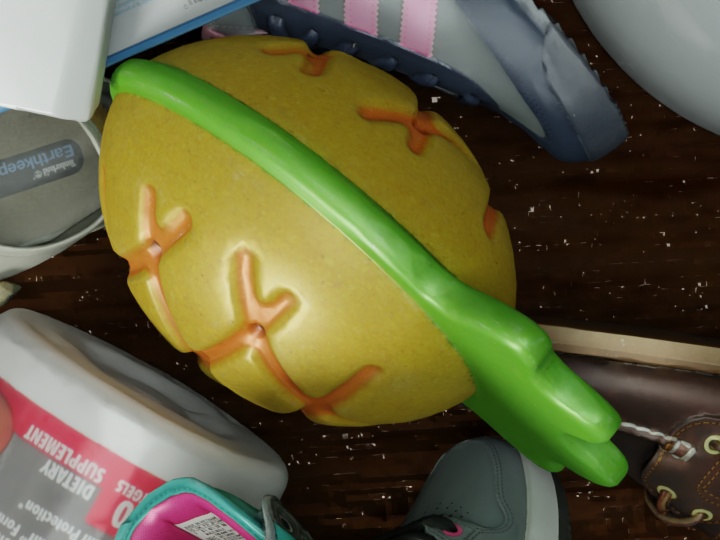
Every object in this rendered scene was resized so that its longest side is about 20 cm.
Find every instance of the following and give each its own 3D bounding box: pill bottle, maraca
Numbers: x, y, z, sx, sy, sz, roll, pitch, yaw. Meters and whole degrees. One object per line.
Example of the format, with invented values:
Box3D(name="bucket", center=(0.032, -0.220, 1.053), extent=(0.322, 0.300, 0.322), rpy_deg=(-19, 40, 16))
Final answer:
Box3D(name="pill bottle", center=(-0.117, 0.123, 0.874), extent=(0.110, 0.111, 0.200), rpy_deg=(29, 93, -4))
Box3D(name="maraca", center=(0.000, 0.000, 0.831), extent=(0.200, 0.137, 0.107), rpy_deg=(35, 81, 20))

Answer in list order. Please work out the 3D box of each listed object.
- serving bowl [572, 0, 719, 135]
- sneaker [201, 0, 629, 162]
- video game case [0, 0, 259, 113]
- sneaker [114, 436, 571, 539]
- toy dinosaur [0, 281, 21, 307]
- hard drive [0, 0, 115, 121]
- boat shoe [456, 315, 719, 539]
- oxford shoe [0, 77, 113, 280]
Box3D(name="serving bowl", center=(0.160, -0.136, 0.888), extent=(0.199, 0.066, 0.201), rpy_deg=(0, 96, -2))
Box3D(name="sneaker", center=(-0.005, -0.089, 0.883), extent=(0.200, 0.070, 0.082), rpy_deg=(41, 86, 3))
Box3D(name="video game case", center=(-0.111, -0.154, 0.810), extent=(0.143, 0.018, 0.200), rpy_deg=(-21, 110, 15))
Box3D(name="sneaker", center=(-0.013, 0.096, 0.818), extent=(0.121, 0.200, 0.084), rpy_deg=(43, 128, -15))
Box3D(name="toy dinosaur", center=(-0.189, 0.082, 0.874), extent=(0.047, 0.088, 0.200), rpy_deg=(37, 105, 29))
Box3D(name="hard drive", center=(-0.127, -0.152, 0.788), extent=(0.131, 0.027, 0.201), rpy_deg=(12, 114, 0))
Box3D(name="boat shoe", center=(0.125, 0.056, 0.899), extent=(0.199, 0.070, 0.071), rpy_deg=(8, 90, -3))
Box3D(name="oxford shoe", center=(-0.162, -0.012, 0.889), extent=(0.199, 0.058, 0.075), rpy_deg=(-23, 97, 1))
